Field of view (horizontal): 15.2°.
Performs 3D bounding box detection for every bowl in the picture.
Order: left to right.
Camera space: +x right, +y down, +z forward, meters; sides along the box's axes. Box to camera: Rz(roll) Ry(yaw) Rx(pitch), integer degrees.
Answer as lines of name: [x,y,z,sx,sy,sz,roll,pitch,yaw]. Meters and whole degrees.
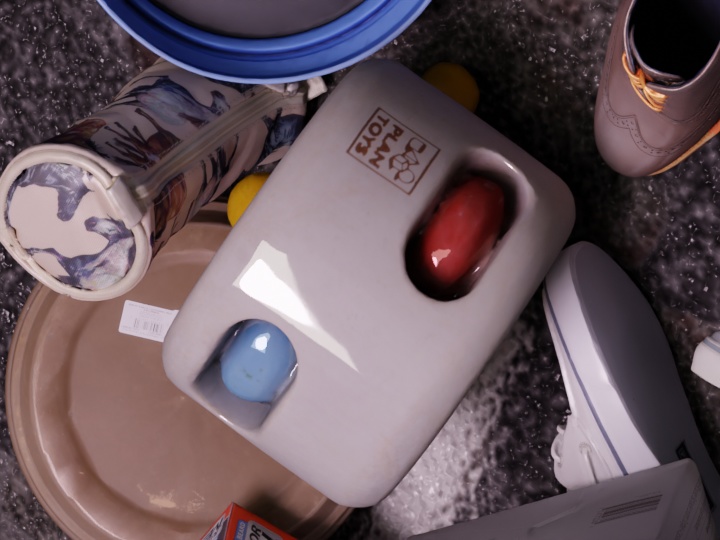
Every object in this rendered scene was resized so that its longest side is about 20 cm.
bowl: [-0.045,-0.189,1.261,0.199,0.039,0.202,-2,105,-9]

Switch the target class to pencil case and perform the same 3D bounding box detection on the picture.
pencil case: [-0.096,-0.055,1.294,0.089,0.200,0.078,-31,98,32]

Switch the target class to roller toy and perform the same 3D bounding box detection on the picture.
roller toy: [0.000,0.000,1.251,0.139,0.182,0.200,35,99,0]

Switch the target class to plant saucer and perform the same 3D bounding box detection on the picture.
plant saucer: [-0.083,0.061,1.368,0.199,0.029,0.202,0,89,2]

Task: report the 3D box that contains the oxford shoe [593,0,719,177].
oxford shoe: [0.133,-0.099,1.187,0.071,0.073,0.200,40,147,14]

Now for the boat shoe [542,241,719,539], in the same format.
boat shoe: [0.122,0.087,1.277,0.065,0.073,0.201,-22,90,32]

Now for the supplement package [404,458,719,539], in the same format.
supplement package: [0.097,0.209,1.160,0.146,0.191,0.201,-16,93,13]

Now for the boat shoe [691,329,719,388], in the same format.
boat shoe: [0.244,0.044,1.194,0.200,0.070,0.072,15,92,31]

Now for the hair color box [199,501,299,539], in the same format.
hair color box: [-0.013,0.213,1.355,0.199,0.064,0.111,31,125,-15]
